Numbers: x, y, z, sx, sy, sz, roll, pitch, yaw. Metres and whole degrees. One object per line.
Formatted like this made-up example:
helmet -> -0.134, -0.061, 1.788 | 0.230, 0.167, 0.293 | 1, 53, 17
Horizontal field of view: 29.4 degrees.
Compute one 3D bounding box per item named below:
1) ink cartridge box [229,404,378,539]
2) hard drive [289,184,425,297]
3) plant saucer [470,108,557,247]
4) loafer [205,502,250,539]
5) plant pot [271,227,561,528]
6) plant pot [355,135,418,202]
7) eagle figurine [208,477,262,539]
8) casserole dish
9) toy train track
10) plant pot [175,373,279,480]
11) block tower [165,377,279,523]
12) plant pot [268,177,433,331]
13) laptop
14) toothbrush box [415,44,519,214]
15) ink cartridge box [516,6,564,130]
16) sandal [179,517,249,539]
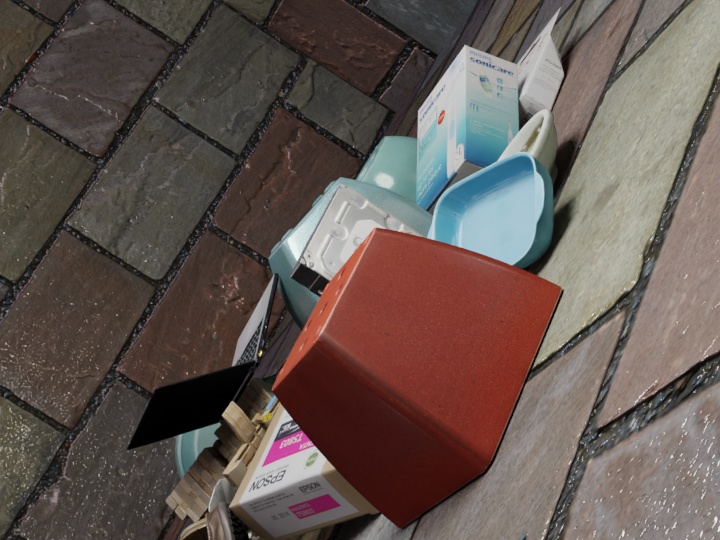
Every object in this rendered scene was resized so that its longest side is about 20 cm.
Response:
ink cartridge box -> -0.034, 0.196, 1.500 | 0.199, 0.075, 0.166 | -27, 27, 44
hard drive -> 0.032, 0.005, 1.548 | 0.038, 0.199, 0.140 | -51, 8, 47
plant saucer -> 0.174, -0.085, 1.548 | 0.201, 0.050, 0.200 | -58, 5, 8
loafer -> -0.156, 0.355, 1.496 | 0.073, 0.070, 0.203 | 55, -152, -69
plant pot -> 0.036, 0.081, 1.246 | 0.201, 0.175, 0.200 | -61, 6, -32
plant pot -> 0.068, -0.096, 1.948 | 0.202, 0.160, 0.201 | -57, 6, 9
eagle figurine -> -0.146, 0.362, 1.614 | 0.200, 0.151, 0.152 | -50, 29, 24
casserole dish -> 0.138, -0.044, 1.418 | 0.199, 0.038, 0.123 | -26, 56, 52
toy train track -> -0.095, 0.171, 1.619 | 0.032, 0.115, 0.201 | -6, 39, 43
plant pot -> -0.123, 0.230, 1.839 | 0.196, 0.199, 0.201 | -31, 26, 58
block tower -> -0.158, 0.226, 1.700 | 0.201, 0.054, 0.058 | -54, -22, 16
plant pot -> 0.000, 0.000, 1.692 | 0.196, 0.200, 0.196 | -48, 3, -15
laptop -> -0.195, 0.114, 1.698 | 0.188, 0.115, 0.202 | 125, 160, -55
toothbrush box -> 0.141, -0.169, 1.811 | 0.147, 0.084, 0.202 | 129, 153, -50
ink cartridge box -> 0.232, -0.247, 1.906 | 0.201, 0.057, 0.163 | -59, 4, -39
sandal -> -0.134, 0.298, 1.709 | 0.198, 0.081, 0.054 | -27, 41, -15
